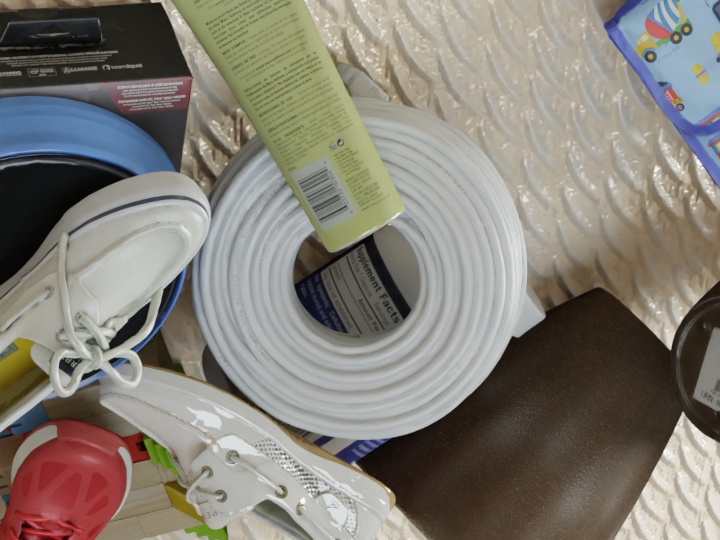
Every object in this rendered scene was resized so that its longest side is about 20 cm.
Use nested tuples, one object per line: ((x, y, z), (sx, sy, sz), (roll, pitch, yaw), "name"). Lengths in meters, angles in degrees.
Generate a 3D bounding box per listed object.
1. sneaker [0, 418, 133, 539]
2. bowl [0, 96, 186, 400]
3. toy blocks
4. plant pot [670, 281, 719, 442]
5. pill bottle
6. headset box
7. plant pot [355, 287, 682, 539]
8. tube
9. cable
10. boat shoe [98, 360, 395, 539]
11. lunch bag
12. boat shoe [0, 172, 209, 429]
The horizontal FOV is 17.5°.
((-0.195, 0.185, 1.425), (0.078, 0.116, 0.200), (17, 137, -11), "sneaker")
((-0.188, -0.004, 1.290), (0.199, 0.039, 0.202), (-12, 135, -13), "bowl")
((-0.174, 0.110, 1.484), (0.136, 0.100, 0.201), (-14, 135, 3), "toy blocks")
((0.295, 0.055, 1.517), (0.199, 0.187, 0.188), (-7, 137, -48), "plant pot")
((0.009, 0.044, 1.479), (0.199, 0.116, 0.116), (-33, 136, 7), "pill bottle")
((-0.180, -0.062, 1.322), (0.148, 0.077, 0.201), (-5, 133, -20), "headset box")
((0.121, 0.113, 1.570), (0.200, 0.187, 0.187), (-45, 135, -2), "plant pot")
((-0.042, -0.109, 1.305), (0.058, 0.201, 0.052), (-35, -172, -39), "tube")
((0.000, 0.000, 1.378), (0.199, 0.069, 0.201), (31, 99, -3), "cable")
((-0.074, 0.120, 1.389), (0.199, 0.071, 0.070), (29, 73, -15), "boat shoe")
((0.249, -0.143, 1.455), (0.150, 0.094, 0.200), (-37, 121, 8), "lunch bag")
((-0.157, 0.034, 1.238), (0.201, 0.086, 0.075), (-34, 135, 9), "boat shoe")
